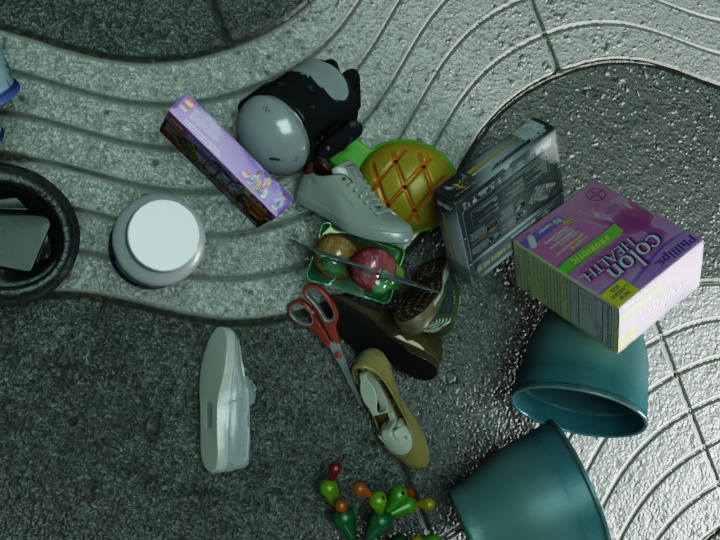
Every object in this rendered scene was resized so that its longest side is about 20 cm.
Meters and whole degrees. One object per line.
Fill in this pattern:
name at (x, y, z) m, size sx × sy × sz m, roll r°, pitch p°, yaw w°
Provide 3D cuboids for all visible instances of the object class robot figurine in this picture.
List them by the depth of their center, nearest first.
robot figurine at (-0.084, -0.218, 1.350) m, size 0.200 × 0.150 × 0.125 m, roll -42°, pitch 108°, yaw -32°

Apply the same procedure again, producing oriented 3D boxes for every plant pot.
plant pot at (0.237, 0.348, 1.401) m, size 0.187 × 0.200 × 0.201 m, roll -23°, pitch 94°, yaw -2°
plant pot at (0.341, 0.128, 1.439) m, size 0.199 × 0.200 × 0.189 m, roll 22°, pitch 65°, yaw -15°

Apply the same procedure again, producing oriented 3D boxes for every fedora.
fedora at (-0.471, -0.049, 1.238) m, size 0.200 × 0.092 × 0.202 m, roll -4°, pitch 99°, yaw -26°

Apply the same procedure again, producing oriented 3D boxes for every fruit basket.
fruit basket at (0.000, 0.000, 1.335) m, size 0.184 × 0.200 × 0.094 m, roll 18°, pitch 97°, yaw -16°

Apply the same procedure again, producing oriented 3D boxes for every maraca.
maraca at (0.046, -0.128, 1.408) m, size 0.199 × 0.107 × 0.138 m, roll 11°, pitch 94°, yaw 4°

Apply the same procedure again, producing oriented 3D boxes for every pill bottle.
pill bottle at (-0.267, -0.038, 1.251) m, size 0.119 × 0.200 × 0.120 m, roll 1°, pitch 86°, yaw -17°

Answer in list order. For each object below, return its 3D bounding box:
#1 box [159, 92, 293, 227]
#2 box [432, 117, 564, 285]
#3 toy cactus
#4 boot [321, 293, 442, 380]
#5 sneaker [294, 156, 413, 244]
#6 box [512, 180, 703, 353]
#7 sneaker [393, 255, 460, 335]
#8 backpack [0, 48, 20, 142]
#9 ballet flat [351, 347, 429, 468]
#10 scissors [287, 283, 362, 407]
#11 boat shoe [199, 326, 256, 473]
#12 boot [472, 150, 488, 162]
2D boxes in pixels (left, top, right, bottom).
box at (-0.188, -0.147, 1.316) m, size 0.200 × 0.137 × 0.039 m, roll 45°, pitch 75°, yaw -10°
box at (0.202, -0.098, 1.355) m, size 0.200 × 0.048 × 0.159 m, roll -37°, pitch 136°, yaw -19°
toy cactus at (0.012, 0.374, 1.384) m, size 0.199 × 0.102 × 0.166 m, roll 28°, pitch 98°, yaw -16°
boot at (0.034, 0.084, 1.421) m, size 0.199 × 0.074 × 0.076 m, roll 31°, pitch 49°, yaw -9°
sneaker at (-0.007, -0.103, 1.344) m, size 0.199 × 0.073 × 0.085 m, roll 27°, pitch 114°, yaw 25°
box at (0.350, -0.011, 1.364) m, size 0.176 × 0.200 × 0.097 m, roll -34°, pitch 138°, yaw -20°
sneaker at (0.109, 0.059, 1.388) m, size 0.067 × 0.200 × 0.090 m, roll -17°, pitch 110°, yaw 24°
backpack at (-0.528, -0.209, 1.195) m, size 0.200 × 0.183 × 0.147 m, roll -33°, pitch 119°, yaw -15°
ballet flat at (0.037, 0.212, 1.395) m, size 0.201 × 0.068 × 0.063 m, roll 64°, pitch 31°, yaw -6°
scissors at (-0.032, 0.109, 1.393) m, size 0.073 × 0.014 × 0.200 m, roll -33°, pitch 98°, yaw 22°
boat shoe at (-0.180, 0.181, 1.339) m, size 0.068 × 0.072 × 0.201 m, roll 5°, pitch 78°, yaw -38°
boot at (0.216, -0.120, 1.427) m, size 0.200 × 0.069 × 0.174 m, roll -49°, pitch 143°, yaw -13°
